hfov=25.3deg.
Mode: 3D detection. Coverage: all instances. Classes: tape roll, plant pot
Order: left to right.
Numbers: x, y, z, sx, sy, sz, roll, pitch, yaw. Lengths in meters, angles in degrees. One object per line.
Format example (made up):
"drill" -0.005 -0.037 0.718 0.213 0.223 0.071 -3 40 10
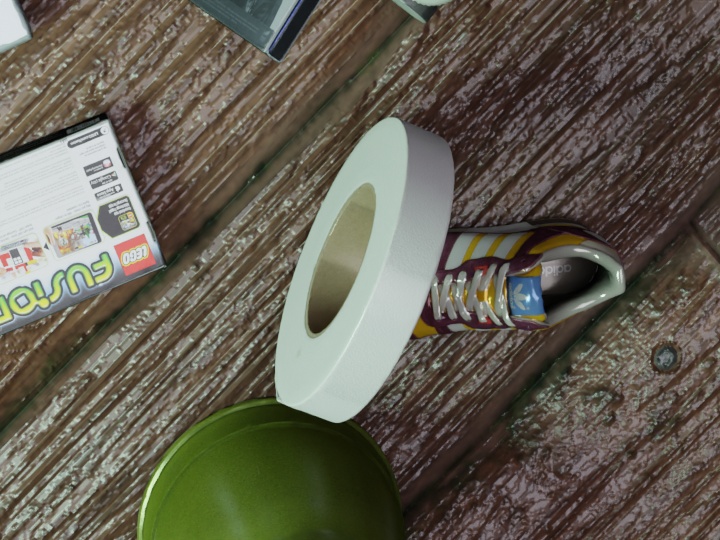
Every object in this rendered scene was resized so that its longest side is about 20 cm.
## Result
"plant pot" -0.047 0.214 1.094 0.198 0.193 0.203 -3 105 -11
"tape roll" 0.000 0.000 1.049 0.037 0.203 0.205 20 99 -16

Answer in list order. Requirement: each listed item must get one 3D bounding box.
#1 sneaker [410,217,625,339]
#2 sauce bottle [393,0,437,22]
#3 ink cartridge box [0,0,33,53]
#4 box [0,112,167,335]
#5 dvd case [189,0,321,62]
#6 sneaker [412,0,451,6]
"sneaker" 0.088 0.009 1.127 0.198 0.090 0.076 -15 106 -9
"sauce bottle" 0.086 -0.260 1.076 0.066 0.066 0.201 36 96 -18
"ink cartridge box" -0.336 -0.200 1.010 0.195 0.043 0.202 -25 104 -6
"box" -0.242 -0.017 1.077 0.198 0.035 0.111 -22 107 -6
"dvd case" -0.049 -0.252 1.015 0.201 0.150 0.025 -56 148 5
"sneaker" 0.077 -0.265 0.993 0.069 0.099 0.202 25 92 11
